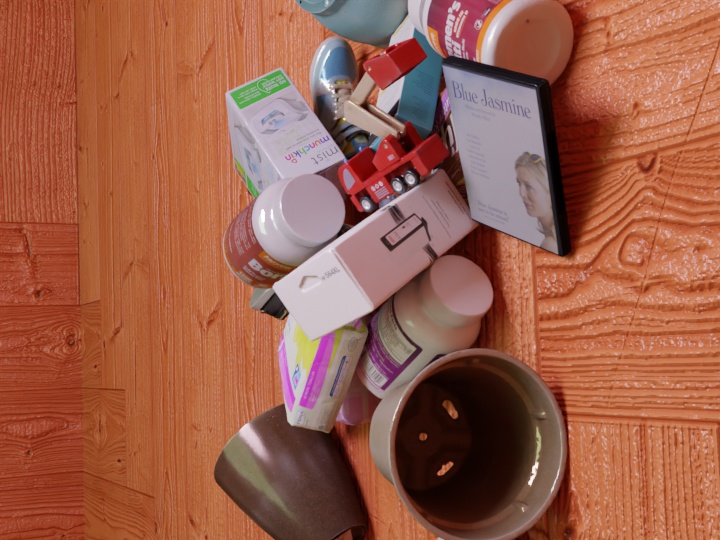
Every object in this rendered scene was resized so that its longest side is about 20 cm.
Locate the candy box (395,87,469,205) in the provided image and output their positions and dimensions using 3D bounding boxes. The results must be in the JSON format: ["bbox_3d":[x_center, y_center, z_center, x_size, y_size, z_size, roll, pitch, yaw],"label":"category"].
[{"bbox_3d":[0.109,-0.139,1.219,0.200,0.056,0.117,-44,52,55],"label":"candy box"}]

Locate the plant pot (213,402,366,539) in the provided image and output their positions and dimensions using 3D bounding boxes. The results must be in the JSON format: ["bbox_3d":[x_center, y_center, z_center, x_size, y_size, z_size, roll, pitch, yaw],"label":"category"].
[{"bbox_3d":[-0.085,0.328,1.478,0.200,0.186,0.187,48,133,32],"label":"plant pot"}]

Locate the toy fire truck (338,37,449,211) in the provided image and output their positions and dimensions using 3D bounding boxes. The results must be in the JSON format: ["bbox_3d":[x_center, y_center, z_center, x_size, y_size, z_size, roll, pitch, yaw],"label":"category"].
[{"bbox_3d":[0.025,-0.157,1.135,0.141,0.049,0.200,55,144,-7],"label":"toy fire truck"}]

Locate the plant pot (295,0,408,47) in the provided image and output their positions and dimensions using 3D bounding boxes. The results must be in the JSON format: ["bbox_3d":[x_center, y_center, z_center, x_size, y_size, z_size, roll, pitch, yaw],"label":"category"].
[{"bbox_3d":[-0.010,-0.392,1.312,0.200,0.134,0.201,13,108,46],"label":"plant pot"}]

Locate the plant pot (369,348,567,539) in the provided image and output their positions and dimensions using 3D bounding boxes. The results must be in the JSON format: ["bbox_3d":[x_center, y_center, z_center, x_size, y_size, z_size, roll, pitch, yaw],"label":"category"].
[{"bbox_3d":[0.098,0.190,1.123,0.183,0.199,0.202,161,108,-73],"label":"plant pot"}]

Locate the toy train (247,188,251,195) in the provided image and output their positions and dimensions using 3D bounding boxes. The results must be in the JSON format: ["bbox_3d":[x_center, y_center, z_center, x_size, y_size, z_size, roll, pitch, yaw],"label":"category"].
[{"bbox_3d":[-0.152,-0.156,1.693,0.116,0.084,0.201,-110,33,-52],"label":"toy train"}]

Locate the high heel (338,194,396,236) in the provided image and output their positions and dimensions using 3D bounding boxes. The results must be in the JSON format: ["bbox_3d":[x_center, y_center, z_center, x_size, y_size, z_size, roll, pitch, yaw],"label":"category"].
[{"bbox_3d":[0.000,0.000,1.399,0.200,0.071,0.143,-38,50,46],"label":"high heel"}]

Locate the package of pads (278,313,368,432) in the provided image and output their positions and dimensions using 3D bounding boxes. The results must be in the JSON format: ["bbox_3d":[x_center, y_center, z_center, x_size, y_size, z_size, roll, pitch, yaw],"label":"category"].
[{"bbox_3d":[-0.054,0.089,1.310,0.200,0.068,0.155,-111,37,-64],"label":"package of pads"}]

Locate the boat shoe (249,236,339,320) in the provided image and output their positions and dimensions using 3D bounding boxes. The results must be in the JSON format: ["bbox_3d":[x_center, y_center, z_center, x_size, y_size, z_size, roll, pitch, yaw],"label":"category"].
[{"bbox_3d":[-0.083,0.004,1.439,0.201,0.060,0.072,-41,26,41],"label":"boat shoe"}]

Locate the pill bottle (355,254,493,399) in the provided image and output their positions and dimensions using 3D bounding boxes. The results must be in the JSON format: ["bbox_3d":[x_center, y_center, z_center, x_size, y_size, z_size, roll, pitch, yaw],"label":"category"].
[{"bbox_3d":[0.076,0.069,1.219,0.200,0.112,0.113,-53,45,48],"label":"pill bottle"}]

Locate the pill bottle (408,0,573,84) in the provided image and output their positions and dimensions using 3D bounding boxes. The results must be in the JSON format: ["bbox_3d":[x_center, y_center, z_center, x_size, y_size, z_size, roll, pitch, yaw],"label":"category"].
[{"bbox_3d":[0.136,-0.272,1.111,0.200,0.109,0.110,48,131,51],"label":"pill bottle"}]

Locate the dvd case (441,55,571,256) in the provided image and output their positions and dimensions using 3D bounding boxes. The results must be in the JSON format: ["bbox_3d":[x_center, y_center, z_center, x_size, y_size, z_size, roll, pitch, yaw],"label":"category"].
[{"bbox_3d":[0.153,-0.119,1.058,0.142,0.018,0.201,29,142,48],"label":"dvd case"}]

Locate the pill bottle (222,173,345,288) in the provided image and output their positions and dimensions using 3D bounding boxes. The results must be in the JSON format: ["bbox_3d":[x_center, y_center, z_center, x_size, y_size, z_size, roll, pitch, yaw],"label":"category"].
[{"bbox_3d":[-0.096,-0.051,1.280,0.200,0.112,0.113,149,117,-62],"label":"pill bottle"}]

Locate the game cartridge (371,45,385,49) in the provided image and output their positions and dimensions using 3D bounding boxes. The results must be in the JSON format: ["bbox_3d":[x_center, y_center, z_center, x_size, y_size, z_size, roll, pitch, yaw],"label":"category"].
[{"bbox_3d":[0.009,-0.433,1.440,0.200,0.032,0.177,50,133,47],"label":"game cartridge"}]

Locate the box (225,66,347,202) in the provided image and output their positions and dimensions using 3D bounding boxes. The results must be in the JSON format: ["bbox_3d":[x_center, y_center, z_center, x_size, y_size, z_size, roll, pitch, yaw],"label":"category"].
[{"bbox_3d":[-0.102,-0.151,1.434,0.177,0.096,0.200,56,164,20],"label":"box"}]

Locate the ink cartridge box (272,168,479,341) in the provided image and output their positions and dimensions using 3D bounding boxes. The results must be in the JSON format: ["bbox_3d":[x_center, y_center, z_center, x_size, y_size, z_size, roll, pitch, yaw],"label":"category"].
[{"bbox_3d":[0.017,-0.016,1.162,0.084,0.200,0.146,55,144,-3],"label":"ink cartridge box"}]

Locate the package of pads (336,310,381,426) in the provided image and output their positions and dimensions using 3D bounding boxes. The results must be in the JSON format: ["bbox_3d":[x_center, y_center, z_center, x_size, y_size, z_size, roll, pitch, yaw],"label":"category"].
[{"bbox_3d":[-0.026,0.121,1.450,0.120,0.075,0.201,-12,79,59],"label":"package of pads"}]

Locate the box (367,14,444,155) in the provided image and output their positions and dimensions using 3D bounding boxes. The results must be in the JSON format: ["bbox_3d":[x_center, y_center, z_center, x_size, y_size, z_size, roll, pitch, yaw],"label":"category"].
[{"bbox_3d":[0.061,-0.232,1.236,0.082,0.049,0.201,-46,27,52],"label":"box"}]

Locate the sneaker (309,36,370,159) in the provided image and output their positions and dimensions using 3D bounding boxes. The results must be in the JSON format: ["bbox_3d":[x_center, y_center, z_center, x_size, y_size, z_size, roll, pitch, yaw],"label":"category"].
[{"bbox_3d":[-0.017,-0.224,1.436,0.131,0.079,0.201,-141,47,-58],"label":"sneaker"}]

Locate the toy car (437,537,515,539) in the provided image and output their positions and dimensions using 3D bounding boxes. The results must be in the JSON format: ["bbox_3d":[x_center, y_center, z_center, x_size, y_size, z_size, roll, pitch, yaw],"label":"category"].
[{"bbox_3d":[0.126,0.349,1.121,0.200,0.183,0.178,-62,-30,-55],"label":"toy car"}]
